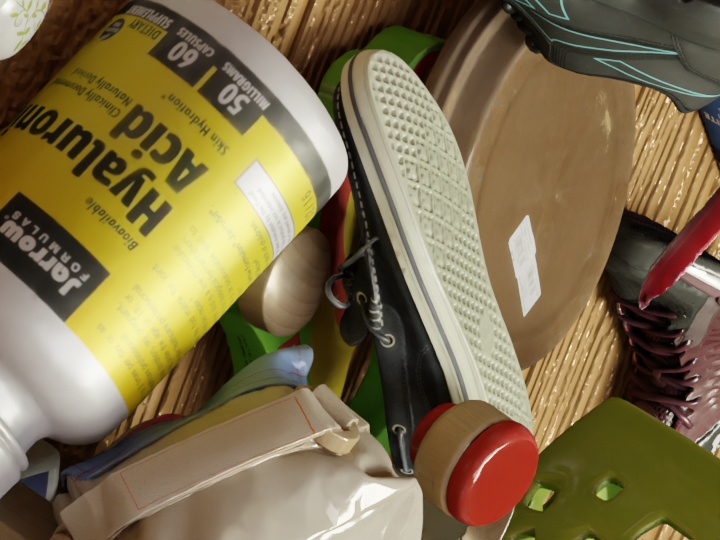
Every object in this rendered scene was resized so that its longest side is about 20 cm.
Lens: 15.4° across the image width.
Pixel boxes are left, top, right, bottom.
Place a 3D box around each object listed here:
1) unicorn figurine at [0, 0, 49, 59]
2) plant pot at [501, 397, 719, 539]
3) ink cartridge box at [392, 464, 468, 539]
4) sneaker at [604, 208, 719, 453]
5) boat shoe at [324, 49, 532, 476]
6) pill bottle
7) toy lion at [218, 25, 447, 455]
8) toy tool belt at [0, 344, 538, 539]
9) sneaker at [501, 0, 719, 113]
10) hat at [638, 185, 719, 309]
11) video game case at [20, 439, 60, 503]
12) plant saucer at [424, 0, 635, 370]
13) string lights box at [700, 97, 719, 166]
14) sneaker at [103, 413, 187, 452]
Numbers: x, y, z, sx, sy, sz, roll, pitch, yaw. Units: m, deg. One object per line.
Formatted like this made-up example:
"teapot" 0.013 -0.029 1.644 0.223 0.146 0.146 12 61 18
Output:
"unicorn figurine" -0.112 -0.142 0.969 0.200 0.074 0.137 -46 150 4
"plant pot" 0.118 0.210 1.192 0.181 0.199 0.201 -28 132 -28
"ink cartridge box" -0.008 0.208 1.269 0.200 0.084 0.146 -49 140 -16
"sneaker" 0.160 0.048 1.365 0.200 0.076 0.116 28 94 -52
"boat shoe" 0.018 0.005 1.097 0.075 0.062 0.201 -60 138 -55
"pill bottle" -0.107 -0.005 1.014 0.200 0.111 0.111 -48 139 -15
"toy lion" 0.000 0.000 1.180 0.191 0.068 0.201 -37 136 -37
"toy tool belt" -0.040 0.082 1.047 0.199 0.123 0.125 -27 136 -33
"sneaker" 0.079 -0.123 1.116 0.079 0.199 0.076 119 -7 -49
"hat" 0.208 -0.118 1.267 0.201 0.175 0.166 -78 155 -46
"video game case" -0.208 0.178 1.086 0.182 0.022 0.201 -13 121 -42
"plant saucer" 0.075 -0.038 1.209 0.200 0.029 0.201 -36 134 -48
"string lights box" 0.215 -0.121 1.333 0.103 0.059 0.200 -46 139 -17
"sneaker" -0.098 0.155 1.150 0.088 0.081 0.201 -61 165 -80
